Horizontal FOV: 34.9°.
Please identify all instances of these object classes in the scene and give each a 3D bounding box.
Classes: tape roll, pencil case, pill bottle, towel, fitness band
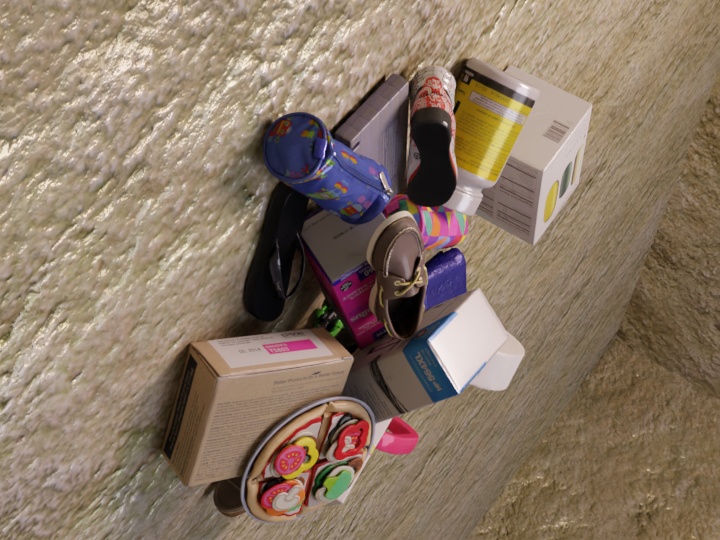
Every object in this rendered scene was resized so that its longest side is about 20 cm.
[{"bbox_3d":[0.177,0.124,1.951,0.071,0.202,0.202,-63,160,13],"label":"tape roll"},{"bbox_3d":[-0.030,-0.110,1.277,0.200,0.086,0.079,28,67,-63],"label":"pencil case"},{"bbox_3d":[0.161,-0.187,1.616,0.201,0.114,0.114,-65,159,12],"label":"pill bottle"},{"bbox_3d":[0.089,-0.070,1.656,0.089,0.088,0.200,-64,162,13],"label":"pencil case"},{"bbox_3d":[0.081,0.064,1.699,0.199,0.049,0.149,-31,131,-37],"label":"towel"},{"bbox_3d":[0.017,0.243,1.817,0.038,0.143,0.200,-60,160,5],"label":"fitness band"}]

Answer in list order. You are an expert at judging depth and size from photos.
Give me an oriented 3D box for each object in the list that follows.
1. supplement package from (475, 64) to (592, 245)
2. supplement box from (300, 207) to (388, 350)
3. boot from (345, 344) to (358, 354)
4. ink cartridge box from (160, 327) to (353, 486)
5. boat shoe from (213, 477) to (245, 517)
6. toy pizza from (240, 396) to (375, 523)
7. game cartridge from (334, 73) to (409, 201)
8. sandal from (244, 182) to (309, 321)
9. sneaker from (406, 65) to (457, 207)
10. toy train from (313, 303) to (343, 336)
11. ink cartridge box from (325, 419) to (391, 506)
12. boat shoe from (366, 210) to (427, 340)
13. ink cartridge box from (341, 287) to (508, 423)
[{"bbox_3d":[0.252,-0.178,1.789,0.152,0.150,0.200,-51,158,-24],"label":"supplement package"},{"bbox_3d":[0.000,0.000,1.452,0.101,0.104,0.200,-32,152,-6],"label":"supplement box"},{"bbox_3d":[0.033,0.087,1.745,0.200,0.076,0.169,3,108,-58],"label":"boot"},{"bbox_3d":[-0.124,0.161,1.379,0.199,0.075,0.166,-4,124,-39],"label":"ink cartridge box"},{"bbox_3d":[-0.133,0.285,1.620,0.200,0.072,0.068,-43,153,-38],"label":"boat shoe"},{"bbox_3d":[-0.059,0.242,1.424,0.199,0.032,0.201,-24,136,-25],"label":"toy pizza"},{"bbox_3d":[0.014,-0.140,1.448,0.130,0.038,0.201,-53,159,-31],"label":"game cartridge"},{"bbox_3d":[-0.092,-0.014,1.352,0.076,0.043,0.201,-37,150,-47],"label":"sandal"},{"bbox_3d":[0.095,-0.176,1.493,0.202,0.067,0.109,85,9,-60],"label":"sneaker"},{"bbox_3d":[0.001,0.027,1.637,0.200,0.042,0.057,-46,166,-33],"label":"toy train"},{"bbox_3d":[-0.017,0.229,1.620,0.201,0.067,0.117,-58,-172,-21],"label":"ink cartridge box"},{"bbox_3d":[0.048,0.010,1.350,0.071,0.060,0.201,-23,148,-18],"label":"boat shoe"},{"bbox_3d":[0.071,0.117,1.491,0.199,0.085,0.146,-25,-169,42],"label":"ink cartridge box"}]
